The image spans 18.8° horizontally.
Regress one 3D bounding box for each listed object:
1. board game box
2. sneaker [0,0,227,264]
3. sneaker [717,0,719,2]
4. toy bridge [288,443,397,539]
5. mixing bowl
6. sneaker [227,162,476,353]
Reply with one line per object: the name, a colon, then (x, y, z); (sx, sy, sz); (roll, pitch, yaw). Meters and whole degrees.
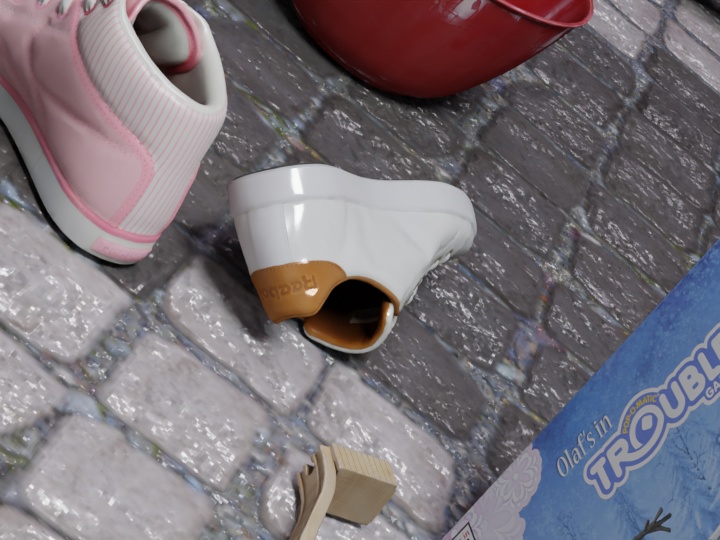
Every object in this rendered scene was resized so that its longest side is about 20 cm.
board game box: (0.129, 0.125, 0.846); (0.043, 0.200, 0.199); (19, 33, -36)
sneaker: (-0.125, -0.108, 0.983); (0.075, 0.105, 0.200); (4, 42, -48)
sneaker: (0.284, -0.269, 1.848); (0.200, 0.073, 0.085); (29, -3, -11)
toy bridge: (0.001, 0.143, 0.843); (0.067, 0.027, 0.200); (22, 31, -29)
mixing bowl: (0.028, -0.176, 1.294); (0.200, 0.108, 0.200); (32, 26, -18)
sneaker: (0.000, 0.000, 1.049); (0.200, 0.073, 0.085); (3, 75, -61)
